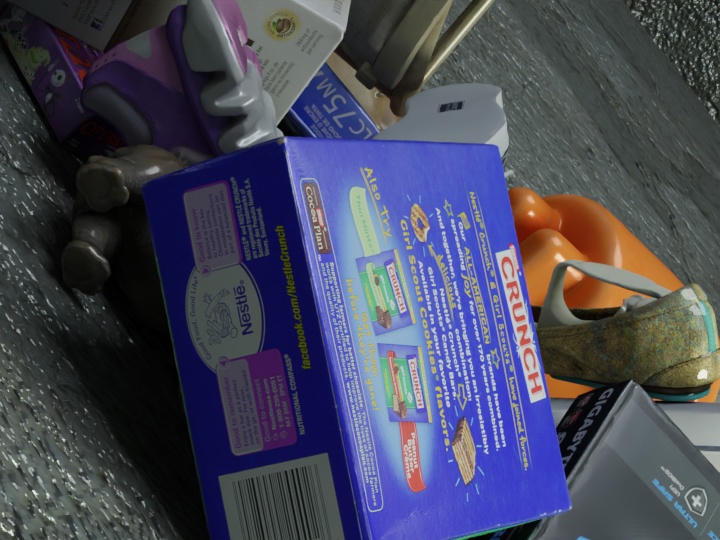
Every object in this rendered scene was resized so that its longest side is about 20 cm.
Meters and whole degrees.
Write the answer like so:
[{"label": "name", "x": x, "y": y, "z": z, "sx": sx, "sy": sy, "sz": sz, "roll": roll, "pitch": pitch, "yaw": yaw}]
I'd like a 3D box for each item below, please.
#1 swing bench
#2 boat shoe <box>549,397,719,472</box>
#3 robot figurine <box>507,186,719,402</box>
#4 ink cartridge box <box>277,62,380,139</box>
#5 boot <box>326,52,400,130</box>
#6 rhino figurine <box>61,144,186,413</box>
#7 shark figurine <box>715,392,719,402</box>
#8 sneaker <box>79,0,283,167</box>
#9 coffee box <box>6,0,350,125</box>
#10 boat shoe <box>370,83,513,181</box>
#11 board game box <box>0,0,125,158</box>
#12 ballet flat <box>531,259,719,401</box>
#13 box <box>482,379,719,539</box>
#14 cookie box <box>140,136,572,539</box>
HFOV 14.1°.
[{"label": "swing bench", "x": -0.019, "y": -0.200, "z": 1.591, "sx": 0.199, "sy": 0.130, "sz": 0.200, "roll": 40, "pitch": 3, "yaw": 6}, {"label": "boat shoe", "x": 0.102, "y": 0.096, "z": 1.424, "sx": 0.072, "sy": 0.200, "sz": 0.066, "roll": -138, "pitch": -131, "yaw": -85}, {"label": "robot figurine", "x": 0.126, "y": 0.036, "z": 1.616, "sx": 0.144, "sy": 0.117, "sz": 0.200, "roll": 6, "pitch": -25, "yaw": 43}, {"label": "ink cartridge box", "x": -0.040, "y": -0.103, "z": 1.594, "sx": 0.119, "sy": 0.042, "sz": 0.200, "roll": 50, "pitch": 0, "yaw": -2}, {"label": "boot", "x": 0.002, "y": -0.102, "z": 1.759, "sx": 0.200, "sy": 0.075, "sz": 0.074, "roll": 47, "pitch": 12, "yaw": -20}, {"label": "rhino figurine", "x": -0.057, "y": 0.026, "z": 1.267, "sx": 0.200, "sy": 0.060, "sz": 0.087, "roll": 50, "pitch": 16, "yaw": -11}, {"label": "shark figurine", "x": 0.235, "y": 0.114, "z": 1.932, "sx": 0.214, "sy": 0.089, "sz": 0.128, "roll": 40, "pitch": 19, "yaw": -32}, {"label": "sneaker", "x": -0.071, "y": -0.030, "z": 1.340, "sx": 0.081, "sy": 0.088, "sz": 0.200, "roll": -99, "pitch": 170, "yaw": -66}, {"label": "coffee box", "x": -0.105, "y": -0.165, "z": 1.385, "sx": 0.200, "sy": 0.080, "sz": 0.114, "roll": 27, "pitch": 37, "yaw": -16}, {"label": "boat shoe", "x": 0.046, "y": -0.049, "z": 1.528, "sx": 0.200, "sy": 0.072, "sz": 0.068, "roll": -73, "pitch": 155, "yaw": -77}, {"label": "board game box", "x": -0.146, "y": -0.123, "z": 1.435, "sx": 0.120, "sy": 0.032, "sz": 0.200, "roll": 23, "pitch": 31, "yaw": -56}, {"label": "ballet flat", "x": 0.090, "y": 0.026, "z": 1.476, "sx": 0.071, "sy": 0.200, "sz": 0.071, "roll": -6, "pitch": 97, "yaw": -57}, {"label": "box", "x": 0.138, "y": 0.175, "z": 1.342, "sx": 0.200, "sy": 0.046, "sz": 0.159, "roll": 48, "pitch": 57, "yaw": -16}, {"label": "cookie box", "x": 0.004, "y": 0.036, "z": 1.217, "sx": 0.200, "sy": 0.075, "sz": 0.171, "roll": -2, "pitch": 79, "yaw": -62}]
